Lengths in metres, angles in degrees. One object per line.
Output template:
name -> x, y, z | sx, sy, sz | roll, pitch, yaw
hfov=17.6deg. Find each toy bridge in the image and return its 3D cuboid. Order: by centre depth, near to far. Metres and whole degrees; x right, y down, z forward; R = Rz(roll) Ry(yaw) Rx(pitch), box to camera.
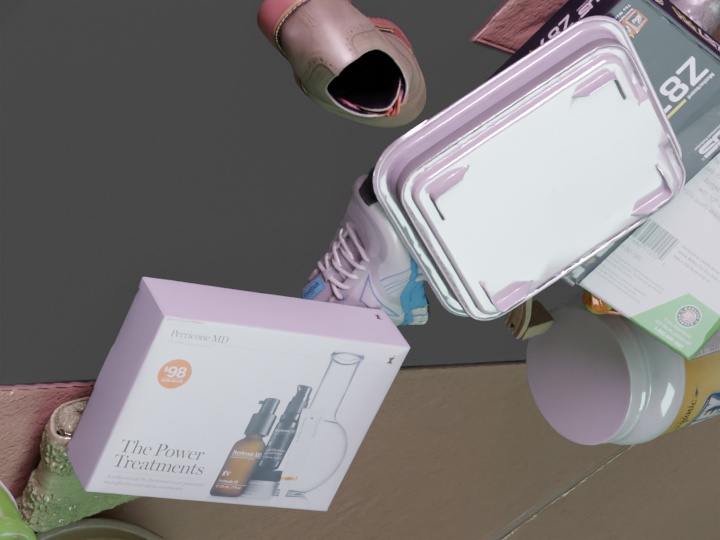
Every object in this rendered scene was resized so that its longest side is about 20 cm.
toy bridge -> 0.164, -0.014, 1.897 | 0.067, 0.027, 0.200 | -16, 149, -39

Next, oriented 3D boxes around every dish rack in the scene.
dish rack -> 0.123, -0.059, 1.565 | 0.200, 0.044, 0.172 | -34, 129, -2

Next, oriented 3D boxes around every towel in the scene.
towel -> -0.156, 0.121, 1.707 | 0.200, 0.037, 0.148 | -20, 153, -34

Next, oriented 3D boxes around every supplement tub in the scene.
supplement tub -> 0.256, 0.070, 2.036 | 0.200, 0.145, 0.145 | -15, 149, -40

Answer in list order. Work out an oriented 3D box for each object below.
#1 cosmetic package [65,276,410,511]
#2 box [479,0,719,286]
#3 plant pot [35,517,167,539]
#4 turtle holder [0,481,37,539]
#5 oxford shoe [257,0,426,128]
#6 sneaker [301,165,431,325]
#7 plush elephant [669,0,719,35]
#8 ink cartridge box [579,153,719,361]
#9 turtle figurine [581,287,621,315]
cosmetic package -> -0.084, 0.089, 1.612 | 0.200, 0.052, 0.151 | 8, 119, -33
box -> 0.161, -0.100, 1.622 | 0.200, 0.049, 0.161 | -43, 129, 18
plant pot -> -0.192, 0.302, 1.844 | 0.200, 0.201, 0.183 | -35, 169, -1
turtle holder -> -0.288, 0.189, 1.533 | 0.141, 0.132, 0.186 | -32, 158, -10
oxford shoe -> 0.001, -0.114, 1.418 | 0.070, 0.075, 0.200 | -40, 157, 10
sneaker -> 0.000, 0.000, 1.649 | 0.086, 0.075, 0.200 | -22, 153, -8
plush elephant -> 0.353, -0.192, 1.648 | 0.165, 0.155, 0.200 | -2, 141, -53
ink cartridge box -> 0.251, -0.055, 1.747 | 0.146, 0.084, 0.200 | 34, 103, -31
turtle figurine -> 0.221, -0.020, 1.844 | 0.161, 0.064, 0.200 | -49, 144, 15
